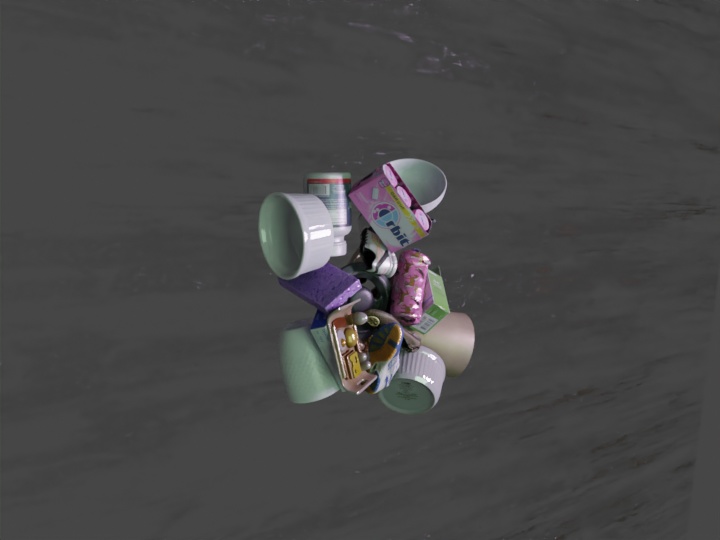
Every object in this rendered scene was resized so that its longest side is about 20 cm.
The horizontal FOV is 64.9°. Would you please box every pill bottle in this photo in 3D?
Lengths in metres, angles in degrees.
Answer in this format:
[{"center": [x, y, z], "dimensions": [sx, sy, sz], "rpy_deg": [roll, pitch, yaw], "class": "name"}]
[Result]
[{"center": [-0.081, -0.141, 1.402], "dimensions": [0.119, 0.119, 0.202], "rpy_deg": [-7, 102, -32], "class": "pill bottle"}]

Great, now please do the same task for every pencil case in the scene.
[{"center": [0.128, 0.046, 1.480], "dimensions": [0.082, 0.086, 0.202], "rpy_deg": [22, 65, -20], "class": "pencil case"}]

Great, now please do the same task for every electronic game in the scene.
[{"center": [-0.004, 0.079, 1.457], "dimensions": [0.198, 0.042, 0.202], "rpy_deg": [-4, 98, -28], "class": "electronic game"}]

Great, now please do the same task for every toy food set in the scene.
[{"center": [-0.010, 0.176, 1.335], "dimensions": [0.143, 0.060, 0.202], "rpy_deg": [-19, 96, -69], "class": "toy food set"}]

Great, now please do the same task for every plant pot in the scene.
[{"center": [0.190, 0.191, 1.612], "dimensions": [0.198, 0.187, 0.189], "rpy_deg": [16, 89, -21], "class": "plant pot"}]

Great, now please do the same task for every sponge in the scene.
[{"center": [-0.103, 0.029, 1.371], "dimensions": [0.111, 0.199, 0.030], "rpy_deg": [-41, 134, -22], "class": "sponge"}]

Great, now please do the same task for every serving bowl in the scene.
[{"center": [0.126, -0.209, 1.501], "dimensions": [0.199, 0.200, 0.066], "rpy_deg": [-33, 145, -24], "class": "serving bowl"}]

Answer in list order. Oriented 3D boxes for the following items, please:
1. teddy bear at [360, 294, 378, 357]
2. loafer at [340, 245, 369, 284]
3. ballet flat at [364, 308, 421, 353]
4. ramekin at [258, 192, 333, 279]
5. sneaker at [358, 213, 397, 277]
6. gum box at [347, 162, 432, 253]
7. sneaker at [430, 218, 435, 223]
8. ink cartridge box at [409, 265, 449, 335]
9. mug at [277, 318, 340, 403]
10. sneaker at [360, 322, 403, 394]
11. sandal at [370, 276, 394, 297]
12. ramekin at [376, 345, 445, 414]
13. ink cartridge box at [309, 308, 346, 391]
[{"center": [0.033, 0.152, 1.526], "dimensions": [0.199, 0.067, 0.146], "rpy_deg": [-29, 112, -8], "class": "teddy bear"}, {"center": [0.000, 0.000, 1.508], "dimensions": [0.200, 0.068, 0.076], "rpy_deg": [-47, 119, -17], "class": "loafer"}, {"center": [0.083, 0.158, 1.452], "dimensions": [0.200, 0.067, 0.047], "rpy_deg": [38, 59, -32], "class": "ballet flat"}, {"center": [-0.149, -0.086, 1.325], "dimensions": [0.097, 0.200, 0.203], "rpy_deg": [-12, 104, -37], "class": "ramekin"}, {"center": [0.029, -0.075, 1.458], "dimensions": [0.079, 0.201, 0.074], "rpy_deg": [5, 139, -34], "class": "sneaker"}, {"center": [0.071, -0.155, 1.383], "dimensions": [0.200, 0.113, 0.066], "rpy_deg": [51, 33, -20], "class": "gum box"}, {"center": [0.164, -0.153, 1.545], "dimensions": [0.200, 0.139, 0.078], "rpy_deg": [-51, 121, -14], "class": "sneaker"}, {"center": [0.175, 0.067, 1.550], "dimensions": [0.059, 0.201, 0.104], "rpy_deg": [29, 122, -23], "class": "ink cartridge box"}, {"center": [-0.121, 0.210, 1.434], "dimensions": [0.200, 0.146, 0.177], "rpy_deg": [-30, 108, -58], "class": "mug"}, {"center": [0.065, 0.217, 1.438], "dimensions": [0.088, 0.075, 0.201], "rpy_deg": [-3, 122, -51], "class": "sneaker"}, {"center": [0.087, 0.039, 1.576], "dimensions": [0.200, 0.054, 0.080], "rpy_deg": [-46, 112, -7], "class": "sandal"}, {"center": [0.130, 0.305, 1.553], "dimensions": [0.201, 0.199, 0.106], "rpy_deg": [51, 34, -28], "class": "ramekin"}, {"center": [-0.054, 0.186, 1.364], "dimensions": [0.094, 0.044, 0.201], "rpy_deg": [-73, 145, -55], "class": "ink cartridge box"}]
